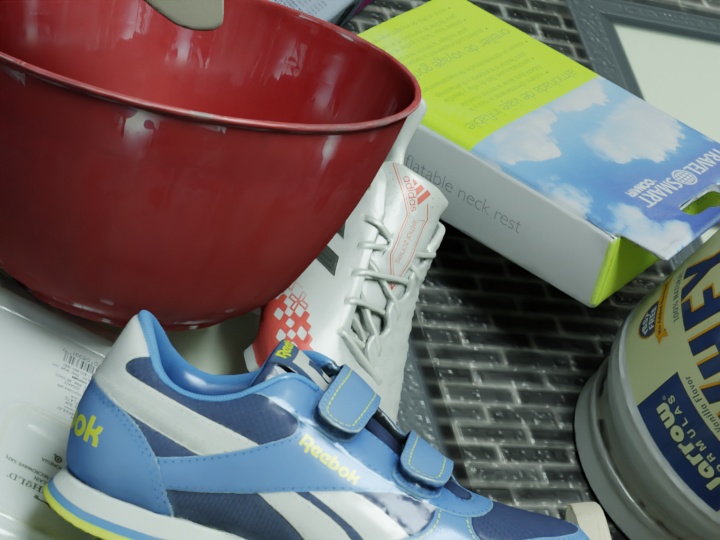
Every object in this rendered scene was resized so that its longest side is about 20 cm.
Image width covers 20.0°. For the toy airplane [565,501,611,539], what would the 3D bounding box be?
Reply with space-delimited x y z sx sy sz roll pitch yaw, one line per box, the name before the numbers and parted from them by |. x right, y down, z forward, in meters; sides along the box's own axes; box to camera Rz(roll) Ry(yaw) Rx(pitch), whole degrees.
toy airplane | 0.102 0.204 0.738 0.200 0.141 0.199 -57 127 -73

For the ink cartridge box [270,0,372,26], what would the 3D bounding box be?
ink cartridge box | -0.068 -0.149 0.991 0.119 0.042 0.200 43 44 2

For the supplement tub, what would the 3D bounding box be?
supplement tub | 0.201 0.040 0.910 0.145 0.200 0.145 20 46 -22

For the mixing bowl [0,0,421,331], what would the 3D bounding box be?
mixing bowl | -0.084 -0.044 0.813 0.200 0.109 0.200 12 20 -4

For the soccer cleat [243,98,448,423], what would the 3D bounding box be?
soccer cleat | 0.000 0.000 0.872 0.069 0.085 0.200 40 33 -39

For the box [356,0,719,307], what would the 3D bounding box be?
box | 0.083 -0.057 0.969 0.200 0.048 0.122 32 38 23

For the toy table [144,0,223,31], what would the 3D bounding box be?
toy table | -0.105 -0.166 0.741 0.117 0.184 0.200 -1 51 -7

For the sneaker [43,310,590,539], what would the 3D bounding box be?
sneaker | -0.008 0.072 0.721 0.200 0.074 0.082 14 90 -1

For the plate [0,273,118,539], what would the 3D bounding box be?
plate | -0.121 0.084 0.762 0.199 0.032 0.200 28 43 -14
